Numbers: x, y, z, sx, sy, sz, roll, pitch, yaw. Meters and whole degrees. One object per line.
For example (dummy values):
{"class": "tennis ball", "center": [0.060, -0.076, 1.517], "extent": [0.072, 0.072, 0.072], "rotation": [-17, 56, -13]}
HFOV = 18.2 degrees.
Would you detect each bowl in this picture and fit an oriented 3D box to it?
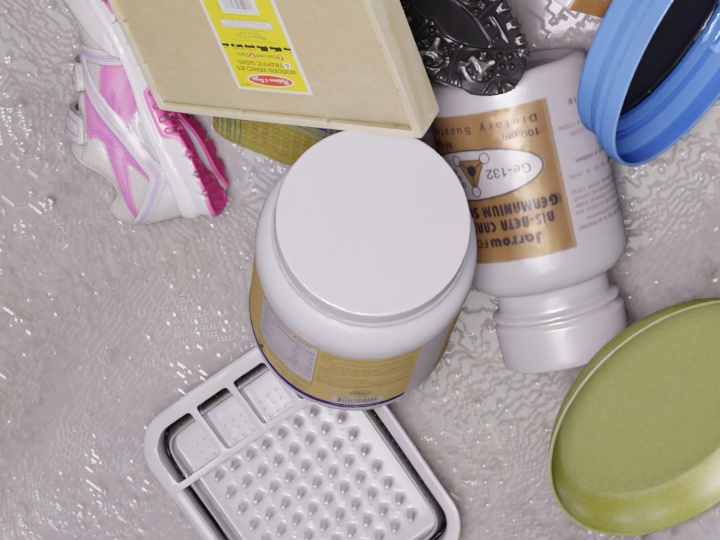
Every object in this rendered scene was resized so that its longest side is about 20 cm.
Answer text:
{"class": "bowl", "center": [0.209, -0.161, 1.434], "extent": [0.039, 0.200, 0.202], "rotation": [36, 106, 21]}

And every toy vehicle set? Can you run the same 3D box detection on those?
{"class": "toy vehicle set", "center": [-0.059, -0.144, 1.377], "extent": [0.198, 0.027, 0.125], "rotation": [9, 140, 30]}

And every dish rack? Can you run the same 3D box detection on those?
{"class": "dish rack", "center": [-0.040, 0.149, 1.611], "extent": [0.171, 0.044, 0.201], "rotation": [-34, 96, 12]}

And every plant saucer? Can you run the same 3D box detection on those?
{"class": "plant saucer", "center": [0.210, 0.094, 1.524], "extent": [0.198, 0.031, 0.201], "rotation": [-15, 130, -18]}

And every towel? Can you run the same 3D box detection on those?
{"class": "towel", "center": [-0.032, -0.108, 1.490], "extent": [0.143, 0.200, 0.023], "rotation": [24, 70, 5]}

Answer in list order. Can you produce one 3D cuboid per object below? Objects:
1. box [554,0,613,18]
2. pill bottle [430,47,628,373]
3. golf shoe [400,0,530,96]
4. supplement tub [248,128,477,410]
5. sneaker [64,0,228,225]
{"class": "box", "center": [0.157, -0.232, 1.410], "extent": [0.097, 0.200, 0.125], "rotation": [37, 106, 19]}
{"class": "pill bottle", "center": [0.118, -0.040, 1.511], "extent": [0.113, 0.114, 0.202], "rotation": [-11, 101, 10]}
{"class": "golf shoe", "center": [0.020, -0.169, 1.459], "extent": [0.199, 0.095, 0.078], "rotation": [32, 77, 9]}
{"class": "supplement tub", "center": [0.000, 0.000, 1.473], "extent": [0.144, 0.200, 0.147], "rotation": [1, 72, -4]}
{"class": "sneaker", "center": [-0.170, -0.116, 1.551], "extent": [0.088, 0.081, 0.201], "rotation": [-22, 94, 15]}
